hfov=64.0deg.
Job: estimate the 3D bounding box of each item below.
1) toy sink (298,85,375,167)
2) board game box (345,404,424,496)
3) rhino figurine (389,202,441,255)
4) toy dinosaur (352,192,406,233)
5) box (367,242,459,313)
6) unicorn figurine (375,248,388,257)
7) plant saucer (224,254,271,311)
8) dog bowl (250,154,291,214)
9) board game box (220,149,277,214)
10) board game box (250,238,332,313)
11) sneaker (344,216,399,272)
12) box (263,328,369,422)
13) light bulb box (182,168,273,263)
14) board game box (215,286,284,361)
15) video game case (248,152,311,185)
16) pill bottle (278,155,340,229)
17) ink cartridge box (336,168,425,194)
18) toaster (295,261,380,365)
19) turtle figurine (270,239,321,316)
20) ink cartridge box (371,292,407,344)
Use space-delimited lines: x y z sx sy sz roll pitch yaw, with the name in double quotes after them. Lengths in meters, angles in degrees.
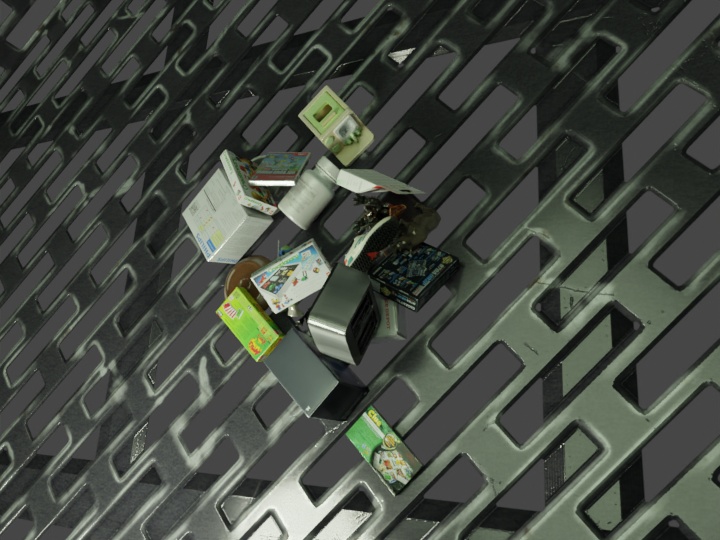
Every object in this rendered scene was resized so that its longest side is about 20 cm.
-0.073 -0.434 1.727 0.130 0.112 0.201 -43 61 8 "toy sink"
0.059 0.449 1.445 0.105 0.023 0.200 -48 61 8 "board game box"
0.141 -0.102 1.512 0.086 0.060 0.200 18 48 30 "rhino figurine"
0.050 -0.158 1.555 0.200 0.134 0.104 -41 55 46 "toy dinosaur"
0.135 0.004 1.468 0.157 0.047 0.200 25 47 29 "box"
0.000 0.000 1.591 0.136 0.074 0.203 5 62 36 "unicorn figurine"
-0.344 0.045 1.755 0.197 0.037 0.204 -8 71 24 "plant saucer"
-0.306 -0.272 1.821 0.197 0.059 0.204 -7 72 24 "dog bowl"
-0.333 -0.261 1.707 0.035 0.125 0.202 -43 55 23 "board game box"
-0.179 0.017 1.553 0.198 0.127 0.035 -28 23 8 "board game box"
0.020 -0.079 1.507 0.201 0.070 0.094 -52 37 24 "sneaker"
-0.108 0.272 1.479 0.124 0.198 0.200 -49 61 4 "box"
-0.404 -0.161 1.744 0.200 0.124 0.200 -43 66 21 "light bulb box"
-0.321 0.155 1.678 0.102 0.048 0.200 -47 72 10 "board game box"
-0.235 -0.302 1.703 0.140 0.018 0.201 2 35 10 "video game case"
-0.140 -0.231 1.696 0.201 0.114 0.114 -50 61 4 "pill bottle"
0.058 -0.225 1.573 0.198 0.160 0.051 30 113 29 "ink cartridge box"
-0.041 0.112 1.378 0.117 0.182 0.202 16 58 23 "toaster"
-0.190 0.022 1.667 0.141 0.200 0.198 5 100 -2 "turtle figurine"
0.017 0.119 1.530 0.197 0.087 0.148 -13 70 23 "ink cartridge box"
